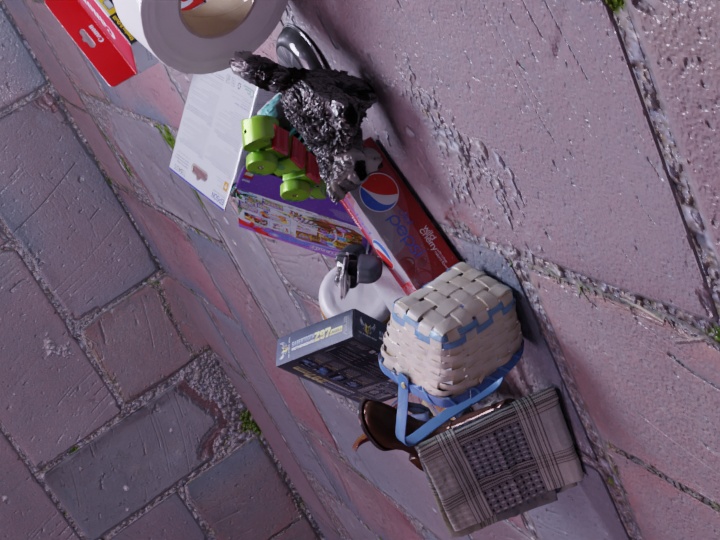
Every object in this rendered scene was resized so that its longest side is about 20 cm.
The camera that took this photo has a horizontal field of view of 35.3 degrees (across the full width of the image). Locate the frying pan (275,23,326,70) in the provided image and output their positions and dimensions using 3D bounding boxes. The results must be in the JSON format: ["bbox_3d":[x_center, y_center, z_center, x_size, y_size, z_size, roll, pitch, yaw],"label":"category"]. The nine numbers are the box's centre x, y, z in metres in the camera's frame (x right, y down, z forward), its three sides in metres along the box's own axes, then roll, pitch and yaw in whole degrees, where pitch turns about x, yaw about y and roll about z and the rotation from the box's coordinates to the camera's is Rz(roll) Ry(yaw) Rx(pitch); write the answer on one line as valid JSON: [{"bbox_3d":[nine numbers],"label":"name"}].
[{"bbox_3d":[-0.076,-0.243,1.479,0.115,0.031,0.190,53,162,18],"label":"frying pan"}]

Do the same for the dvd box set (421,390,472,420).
[{"bbox_3d":[0.152,0.257,1.805,0.146,0.029,0.200,50,164,17],"label":"dvd box set"}]

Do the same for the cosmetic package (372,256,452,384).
[{"bbox_3d":[0.096,0.064,1.544,0.200,0.052,0.151,58,166,-10],"label":"cosmetic package"}]

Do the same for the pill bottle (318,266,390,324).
[{"bbox_3d":[-0.002,0.079,1.735,0.116,0.116,0.200,48,162,24],"label":"pill bottle"}]

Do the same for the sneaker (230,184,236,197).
[{"bbox_3d":[-0.168,-0.135,1.801,0.078,0.091,0.200,46,163,55],"label":"sneaker"}]

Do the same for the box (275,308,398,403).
[{"bbox_3d":[0.000,0.131,1.657,0.158,0.051,0.200,-25,141,37],"label":"box"}]

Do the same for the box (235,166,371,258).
[{"bbox_3d":[-0.076,-0.074,1.601,0.200,0.039,0.137,18,158,2],"label":"box"}]

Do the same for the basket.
[{"bbox_3d":[0.113,0.102,1.368,0.139,0.176,0.200,29,135,40],"label":"basket"}]

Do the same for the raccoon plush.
[{"bbox_3d":[-0.064,-0.170,1.336,0.200,0.097,0.134,27,124,16],"label":"raccoon plush"}]

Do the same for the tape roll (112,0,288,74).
[{"bbox_3d":[-0.176,-0.327,1.283,0.071,0.202,0.203,44,161,35],"label":"tape roll"}]

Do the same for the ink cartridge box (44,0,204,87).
[{"bbox_3d":[-0.356,-0.401,1.691,0.200,0.176,0.084,50,163,17],"label":"ink cartridge box"}]

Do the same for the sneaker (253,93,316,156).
[{"bbox_3d":[-0.084,-0.177,1.503,0.091,0.078,0.200,45,-175,10],"label":"sneaker"}]

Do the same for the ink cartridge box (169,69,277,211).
[{"bbox_3d":[-0.204,-0.211,1.674,0.196,0.043,0.200,36,116,48],"label":"ink cartridge box"}]

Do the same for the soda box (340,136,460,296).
[{"bbox_3d":[0.038,-0.064,1.420,0.200,0.070,0.063,55,167,2],"label":"soda box"}]

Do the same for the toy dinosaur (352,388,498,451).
[{"bbox_3d":[0.122,0.233,1.625,0.181,0.200,0.105,44,-171,-5],"label":"toy dinosaur"}]

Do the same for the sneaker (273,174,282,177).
[{"bbox_3d":[-0.138,-0.163,1.691,0.200,0.090,0.066,57,163,-7],"label":"sneaker"}]

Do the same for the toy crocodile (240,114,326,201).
[{"bbox_3d":[-0.091,-0.140,1.411,0.200,0.062,0.068,37,-132,-55],"label":"toy crocodile"}]

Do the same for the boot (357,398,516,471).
[{"bbox_3d":[0.123,0.196,1.480,0.200,0.064,0.186,-20,141,34],"label":"boot"}]

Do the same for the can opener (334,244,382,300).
[{"bbox_3d":[0.000,0.000,1.486,0.200,0.067,0.053,-53,-34,-81],"label":"can opener"}]

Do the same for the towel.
[{"bbox_3d":[0.181,0.253,1.440,0.035,0.192,0.200,-115,2,-50],"label":"towel"}]
